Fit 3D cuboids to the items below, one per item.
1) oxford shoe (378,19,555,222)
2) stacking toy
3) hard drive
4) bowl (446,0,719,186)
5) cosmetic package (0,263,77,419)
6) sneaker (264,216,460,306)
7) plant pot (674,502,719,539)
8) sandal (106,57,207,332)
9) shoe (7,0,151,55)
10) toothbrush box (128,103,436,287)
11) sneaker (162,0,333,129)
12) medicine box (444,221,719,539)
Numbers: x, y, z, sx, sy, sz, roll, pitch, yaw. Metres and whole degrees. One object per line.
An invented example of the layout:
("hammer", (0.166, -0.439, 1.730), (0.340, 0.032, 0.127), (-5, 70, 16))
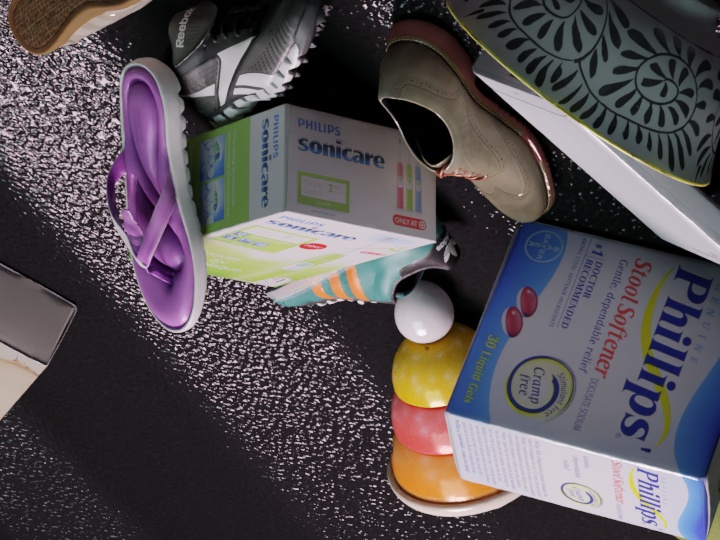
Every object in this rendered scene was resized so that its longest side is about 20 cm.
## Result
("oxford shoe", (0.069, -0.088, 1.681), (0.070, 0.075, 0.200), (-6, 139, 41))
("stacking toy", (0.073, 0.090, 1.962), (0.146, 0.146, 0.200), (4, 126, 32))
("hard drive", (0.176, -0.076, 1.616), (0.200, 0.027, 0.132), (38, 177, -25))
("bowl", (0.160, -0.149, 1.462), (0.200, 0.201, 0.094), (32, 105, -10))
("cosmetic package", (-0.355, 0.071, 2.263), (0.103, 0.073, 0.200), (30, 152, -10))
("sneaker", (0.000, 0.000, 1.883), (0.080, 0.071, 0.200), (40, 146, -19))
("plant pot", (0.329, 0.175, 1.844), (0.190, 0.200, 0.200), (26, 154, 25))
("sandal", (-0.159, -0.053, 1.723), (0.082, 0.050, 0.203), (4, 103, 50))
("shoe", (-0.184, -0.214, 1.695), (0.200, 0.053, 0.070), (-24, 94, 48))
("toothbrush box", (-0.060, -0.053, 1.772), (0.145, 0.086, 0.200), (11, 162, -39))
("sneaker", (-0.091, -0.161, 1.689), (0.090, 0.067, 0.200), (29, 153, -14))
("medicine box", (0.189, 0.080, 1.761), (0.200, 0.182, 0.103), (13, 150, 19))
